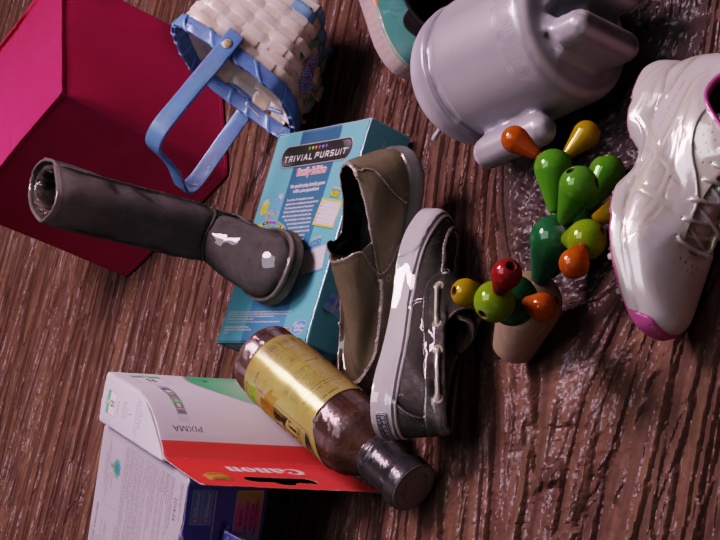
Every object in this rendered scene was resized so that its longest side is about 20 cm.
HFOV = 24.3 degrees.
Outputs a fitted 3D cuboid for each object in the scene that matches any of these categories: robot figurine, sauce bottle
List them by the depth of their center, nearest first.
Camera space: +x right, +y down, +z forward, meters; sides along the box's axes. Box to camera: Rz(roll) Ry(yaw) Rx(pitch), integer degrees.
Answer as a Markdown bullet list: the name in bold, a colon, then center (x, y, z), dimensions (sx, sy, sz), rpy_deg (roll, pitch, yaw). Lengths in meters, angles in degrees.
- **robot figurine**: center (0.115, -0.161, 1.243), dimensions (0.200, 0.113, 0.171), rpy_deg (-23, 53, 48)
- **sauce bottle**: center (-0.021, 0.114, 1.283), dimensions (0.200, 0.065, 0.065), rpy_deg (37, 101, 43)

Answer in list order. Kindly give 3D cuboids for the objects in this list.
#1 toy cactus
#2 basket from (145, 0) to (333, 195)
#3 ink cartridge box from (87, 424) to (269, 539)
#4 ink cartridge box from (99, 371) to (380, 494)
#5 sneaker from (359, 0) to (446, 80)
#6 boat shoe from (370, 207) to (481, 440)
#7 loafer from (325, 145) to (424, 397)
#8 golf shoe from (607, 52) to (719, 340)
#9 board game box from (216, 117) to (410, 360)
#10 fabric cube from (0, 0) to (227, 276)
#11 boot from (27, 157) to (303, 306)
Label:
- **toy cactus**: center (0.116, -0.006, 1.137), dimensions (0.200, 0.102, 0.166), rpy_deg (-59, -12, -48)
- **basket**: center (-0.116, -0.170, 1.524), dimensions (0.200, 0.139, 0.176), rpy_deg (-50, -10, -6)
- **ink cartridge box**: center (-0.142, 0.211, 1.315), dimensions (0.200, 0.076, 0.137), rpy_deg (19, 102, 59)
- **ink cartridge box**: center (-0.095, 0.125, 1.319), dimensions (0.200, 0.160, 0.050), rpy_deg (15, 97, 58)
- **sneaker**: center (0.028, -0.267, 1.420), dimensions (0.080, 0.071, 0.201), rpy_deg (-33, 81, 46)
- **boat shoe**: center (0.059, 0.039, 1.252), dimensions (0.063, 0.071, 0.201), rpy_deg (-2, 55, 20)
- **loafer**: center (0.000, 0.000, 1.318), dimensions (0.075, 0.069, 0.201), rpy_deg (11, 97, 58)
- **golf shoe**: center (0.213, -0.054, 1.072), dimensions (0.091, 0.075, 0.201), rpy_deg (-15, 59, 47)
- **board game box**: center (-0.042, -0.024, 1.447), dimensions (0.151, 0.047, 0.201), rpy_deg (-2, 68, 56)
- **fabric cube**: center (-0.276, -0.148, 1.732), dimensions (0.200, 0.199, 0.197), rpy_deg (-42, 40, 33)
- **boot**: center (-0.166, -0.038, 1.406), dimensions (0.182, 0.199, 0.073), rpy_deg (17, 84, 59)
